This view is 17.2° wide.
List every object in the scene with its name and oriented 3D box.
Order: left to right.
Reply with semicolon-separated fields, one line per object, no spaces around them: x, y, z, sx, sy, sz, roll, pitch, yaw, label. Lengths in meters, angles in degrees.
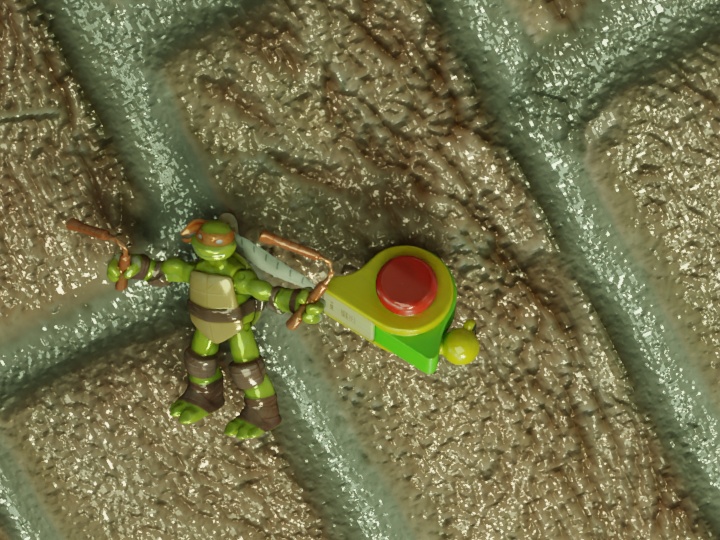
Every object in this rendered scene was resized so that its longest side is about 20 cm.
-0.104;0.027;1.633;0.199;0.064;0.162;8;118;19;turtle figurine
0.000;0.000;1.624;0.200;0.074;0.074;32;110;14;toy measuring tape
